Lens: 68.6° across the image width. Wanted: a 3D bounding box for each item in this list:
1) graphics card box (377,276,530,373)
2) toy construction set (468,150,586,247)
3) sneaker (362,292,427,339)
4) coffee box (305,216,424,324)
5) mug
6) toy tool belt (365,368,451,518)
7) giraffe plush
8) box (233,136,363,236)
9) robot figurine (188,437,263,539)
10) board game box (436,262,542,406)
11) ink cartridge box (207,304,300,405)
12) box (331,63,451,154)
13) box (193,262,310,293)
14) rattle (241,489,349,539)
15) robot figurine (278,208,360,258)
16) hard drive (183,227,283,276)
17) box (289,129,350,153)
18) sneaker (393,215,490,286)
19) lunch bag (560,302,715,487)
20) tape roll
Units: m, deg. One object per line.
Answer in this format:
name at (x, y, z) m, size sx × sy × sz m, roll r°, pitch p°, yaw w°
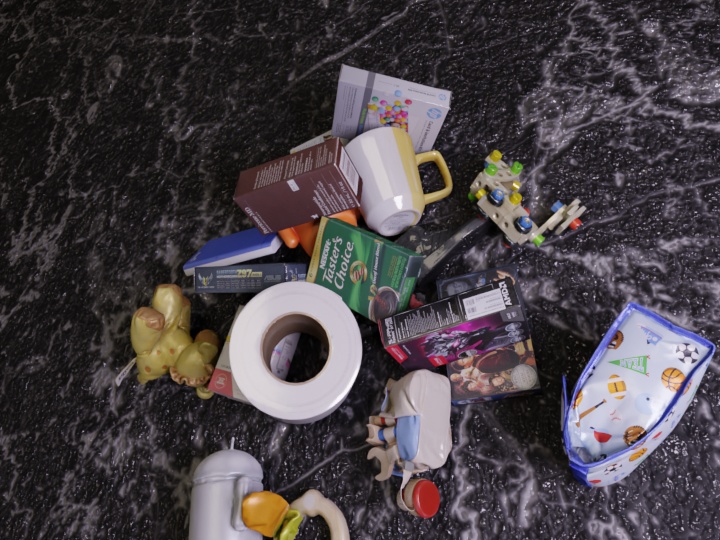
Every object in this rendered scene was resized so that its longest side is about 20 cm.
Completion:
graphics card box at (0.138, 0.085, 0.763) m, size 0.196 × 0.126 × 0.052 m, roll -20°, pitch 56°, yaw 14°
toy construction set at (0.262, -0.111, 0.871) m, size 0.199 × 0.093 × 0.130 m, roll 39°, pitch 46°, yaw 27°
sneaker at (0.022, 0.058, 0.903) m, size 0.198 × 0.071 × 0.099 m, roll 26°, pitch 76°, yaw 31°
coffee box at (0.000, 0.000, 0.849) m, size 0.198 × 0.044 × 0.126 m, roll 28°, pitch 108°, yaw 37°
mug at (0.063, -0.159, 0.956) m, size 0.184 × 0.149 × 0.156 m, roll -26°, pitch 65°, yaw 17°
toy tool belt at (0.067, 0.250, 0.776) m, size 0.122 × 0.123 × 0.204 m, roll -26°, pitch 47°, yaw 48°
giraffe plush at (-0.329, 0.147, 0.981) m, size 0.159 × 0.174 × 0.203 m, roll 16°, pitch 61°, yaw 8°
box at (-0.105, -0.139, 0.896) m, size 0.196 × 0.101 × 0.076 m, roll -14°, pitch 48°, yaw 22°
robot figurine at (-0.208, 0.373, 0.824) m, size 0.169 × 0.111 × 0.204 m, roll -37°, pitch 48°, yaw 45°
board game box at (0.196, 0.099, 0.826) m, size 0.133 × 0.035 × 0.204 m, roll -13°, pitch 60°, yaw 18°
ink cartridge box at (-0.182, 0.137, 0.957) m, size 0.114 × 0.068 × 0.204 m, roll 7°, pitch 68°, yaw 27°
box at (0.050, -0.286, 0.968) m, size 0.195 × 0.156 × 0.042 m, roll 12°, pitch 67°, yaw -4°
box at (-0.177, 0.013, 0.962) m, size 0.196 × 0.157 × 0.052 m, roll -2°, pitch 91°, yaw 24°
rattle at (-0.068, 0.404, 0.735) m, size 0.128 × 0.144 × 0.201 m, roll -25°, pitch 49°, yaw -12°
robot figurine at (-0.083, -0.101, 1.003) m, size 0.144 × 0.116 × 0.201 m, roll -43°, pitch 56°, yaw 6°
hard drive at (-0.243, -0.049, 1.063) m, size 0.196 × 0.026 × 0.133 m, roll -14°, pitch 24°, yaw 18°
box at (-0.048, -0.249, 1.102) m, size 0.196 × 0.049 × 0.084 m, roll -22°, pitch 59°, yaw 13°
sneaker at (0.121, -0.051, 0.920) m, size 0.199 × 0.060 × 0.105 m, roll -41°, pitch 60°, yaw 4°
lunch bag at (0.320, 0.169, 0.654) m, size 0.123 × 0.170 × 0.201 m, roll 32°, pitch 81°, yaw 36°
tape roll at (-0.099, 0.134, 0.835) m, size 0.197 × 0.140 × 0.208 m, roll 1°, pitch 72°, yaw -3°
